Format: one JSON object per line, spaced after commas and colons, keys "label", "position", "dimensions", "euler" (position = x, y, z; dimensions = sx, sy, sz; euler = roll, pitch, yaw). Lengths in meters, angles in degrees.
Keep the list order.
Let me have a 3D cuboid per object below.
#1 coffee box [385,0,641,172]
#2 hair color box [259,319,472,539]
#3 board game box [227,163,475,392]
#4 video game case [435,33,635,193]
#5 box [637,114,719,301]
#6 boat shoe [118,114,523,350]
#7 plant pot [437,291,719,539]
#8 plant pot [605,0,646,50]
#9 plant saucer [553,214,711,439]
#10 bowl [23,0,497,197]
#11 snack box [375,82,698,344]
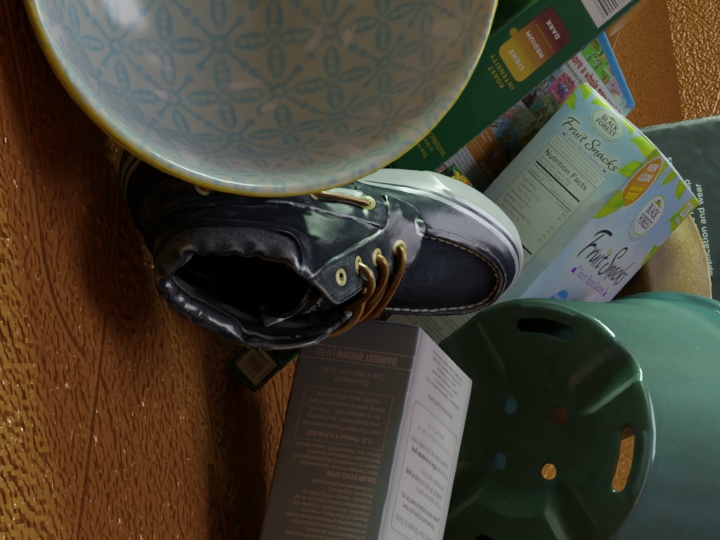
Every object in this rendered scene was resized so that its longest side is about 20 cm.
{"label": "coffee box", "position": [0.065, -0.128, 1.180], "dimensions": [0.044, 0.200, 0.123], "euler": [55, -10, -25]}
{"label": "hair color box", "position": [-0.004, 0.131, 1.013], "dimensions": [0.099, 0.060, 0.202], "euler": [45, 54, -65]}
{"label": "board game box", "position": [0.000, 0.000, 1.123], "dimensions": [0.023, 0.105, 0.200], "euler": [48, 17, 1]}
{"label": "video game case", "position": [0.078, -0.062, 1.315], "dimensions": [0.018, 0.200, 0.143], "euler": [44, -2, 27]}
{"label": "box", "position": [0.176, 0.007, 1.559], "dimensions": [0.117, 0.198, 0.199], "euler": [31, 52, -80]}
{"label": "boat shoe", "position": [-0.009, 0.001, 0.949], "dimensions": [0.071, 0.199, 0.091], "euler": [-59, -149, 31]}
{"label": "plant pot", "position": [0.133, 0.100, 1.229], "dimensions": [0.196, 0.199, 0.202], "euler": [16, 66, -60]}
{"label": "plant pot", "position": [0.090, -0.172, 1.410], "dimensions": [0.184, 0.198, 0.201], "euler": [88, 5, -49]}
{"label": "plant saucer", "position": [0.136, 0.018, 1.455], "dimensions": [0.035, 0.199, 0.202], "euler": [3, 79, -56]}
{"label": "bowl", "position": [-0.051, -0.129, 0.905], "dimensions": [0.108, 0.198, 0.202], "euler": [-179, -101, -73]}
{"label": "snack box", "position": [0.108, -0.004, 1.338], "dimensions": [0.068, 0.200, 0.169], "euler": [43, 6, 19]}
